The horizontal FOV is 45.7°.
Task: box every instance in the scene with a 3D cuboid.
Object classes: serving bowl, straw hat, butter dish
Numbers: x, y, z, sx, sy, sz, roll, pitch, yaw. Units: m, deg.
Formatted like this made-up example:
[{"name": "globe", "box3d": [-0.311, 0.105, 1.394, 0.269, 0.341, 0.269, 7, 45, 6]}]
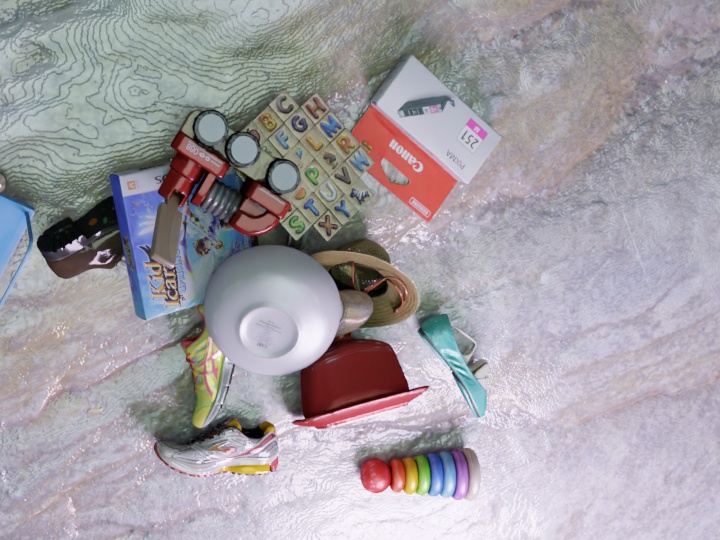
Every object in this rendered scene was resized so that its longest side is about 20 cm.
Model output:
[{"name": "serving bowl", "box3d": [-0.125, 0.069, 1.190, 0.195, 0.066, 0.204, 0, 120, 0]}, {"name": "straw hat", "box3d": [0.000, 0.000, 1.307, 0.199, 0.201, 0.086, 29, 52, -19]}, {"name": "butter dish", "box3d": [-0.018, 0.154, 1.307, 0.195, 0.200, 0.151, -14, 83, -13]}]

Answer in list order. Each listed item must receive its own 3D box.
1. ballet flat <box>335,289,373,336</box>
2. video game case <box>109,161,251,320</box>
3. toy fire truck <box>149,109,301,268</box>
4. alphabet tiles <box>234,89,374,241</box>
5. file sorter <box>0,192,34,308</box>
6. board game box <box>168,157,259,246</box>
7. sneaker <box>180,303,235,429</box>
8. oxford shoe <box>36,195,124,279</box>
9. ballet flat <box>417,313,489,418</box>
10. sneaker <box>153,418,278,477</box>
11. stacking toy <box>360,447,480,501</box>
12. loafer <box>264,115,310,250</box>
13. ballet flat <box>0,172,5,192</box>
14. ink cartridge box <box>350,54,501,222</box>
[{"name": "ballet flat", "box3d": [-0.079, 0.069, 1.269, 0.196, 0.067, 0.070, -14, 76, 17]}, {"name": "video game case", "box3d": [-0.244, -0.052, 1.203, 0.179, 0.045, 0.204, -17, 107, -32]}, {"name": "toy fire truck", "box3d": [-0.192, -0.090, 1.134, 0.174, 0.129, 0.202, 32, 90, -18]}, {"name": "alphabet tiles", "box3d": [-0.079, -0.150, 1.229, 0.166, 0.006, 0.201, -44, 101, -8]}, {"name": "file sorter", "box3d": [-0.523, -0.037, 1.053, 0.198, 0.123, 0.140, 26, 102, -34]}, {"name": "board game box", "box3d": [-0.211, -0.078, 1.270, 0.101, 0.019, 0.204, -15, 105, -13]}, {"name": "sneaker", "box3d": [-0.232, 0.137, 1.288, 0.088, 0.078, 0.204, 15, 92, -10]}, {"name": "oxford shoe", "box3d": [-0.353, -0.052, 1.220, 0.197, 0.073, 0.085, -26, 135, -14]}, {"name": "ballet flat", "box3d": [0.171, 0.153, 1.399, 0.070, 0.067, 0.202, -34, 107, 3]}, {"name": "sneaker", "box3d": [-0.221, 0.267, 1.319, 0.196, 0.078, 0.084, 3, 97, -26]}, {"name": "stacking toy", "box3d": [0.097, 0.341, 1.418, 0.195, 0.085, 0.087, 1, 102, -12]}, {"name": "loafer", "box3d": [-0.117, -0.128, 1.263, 0.068, 0.075, 0.205, -10, 95, -9]}, {"name": "ballet flat", "box3d": [-0.579, -0.118, 1.138, 0.196, 0.057, 0.068, 2, 102, -16]}, {"name": "ink cartridge box", "box3d": [0.093, -0.198, 1.317, 0.199, 0.044, 0.175, 37, 89, -19]}]
